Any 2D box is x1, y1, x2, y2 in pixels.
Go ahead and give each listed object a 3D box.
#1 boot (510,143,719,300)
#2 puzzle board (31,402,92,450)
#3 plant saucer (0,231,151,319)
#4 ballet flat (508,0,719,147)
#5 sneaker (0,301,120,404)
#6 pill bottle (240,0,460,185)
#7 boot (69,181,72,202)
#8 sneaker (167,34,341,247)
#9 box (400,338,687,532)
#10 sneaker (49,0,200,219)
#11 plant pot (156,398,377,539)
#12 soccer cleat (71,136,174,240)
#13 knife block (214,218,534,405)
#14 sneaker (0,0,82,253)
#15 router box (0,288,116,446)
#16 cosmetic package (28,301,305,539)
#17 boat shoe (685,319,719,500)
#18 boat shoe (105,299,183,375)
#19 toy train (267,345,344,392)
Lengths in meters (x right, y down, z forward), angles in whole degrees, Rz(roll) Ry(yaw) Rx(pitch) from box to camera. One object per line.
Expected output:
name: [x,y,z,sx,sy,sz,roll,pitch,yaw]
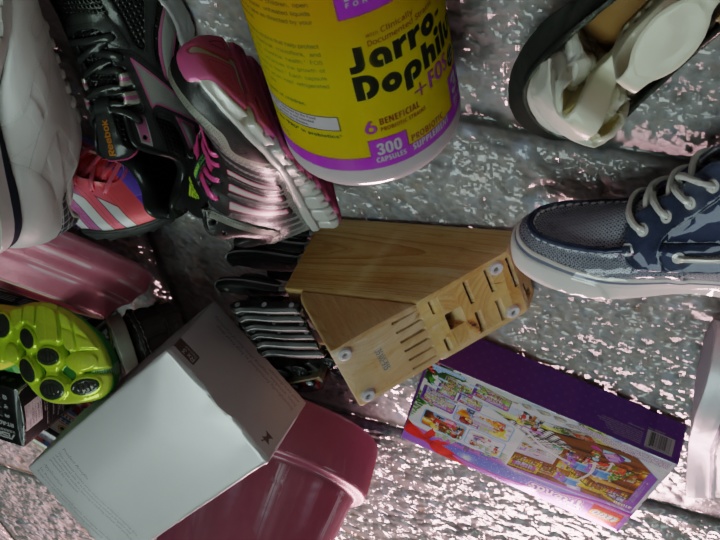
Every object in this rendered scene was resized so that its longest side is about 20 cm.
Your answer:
boot: [0.181,-0.035,0.642,0.198,0.073,0.091,4,134,17]
puzzle board: [-0.251,0.147,1.115,0.199,0.151,0.017,34,112,-11]
plant saucer: [-0.269,-0.008,0.918,0.198,0.051,0.201,19,172,3]
ballet flat: [0.126,-0.109,0.570,0.068,0.069,0.200,31,146,-8]
sneaker: [-0.241,0.058,0.916,0.083,0.075,0.199,1,-174,-41]
pill bottle: [-0.011,-0.146,0.579,0.103,0.105,0.201,10,144,23]
boot: [-0.266,-0.111,0.752,0.072,0.090,0.202,9,126,42]
sneaker: [-0.078,-0.066,0.702,0.087,0.074,0.200,-25,154,8]
box: [0.138,0.127,0.904,0.198,0.039,0.137,23,146,5]
sneaker: [-0.143,-0.114,0.728,0.080,0.087,0.201,-3,136,34]
plant pot: [-0.098,0.215,1.022,0.198,0.181,0.200,14,157,6]
soccer cleat: [-0.216,-0.074,0.854,0.198,0.069,0.074,10,139,28]
knife block: [0.000,0.000,0.823,0.199,0.176,0.064,-29,134,-2]
sneaker: [-0.214,-0.112,0.703,0.076,0.080,0.202,20,115,35]
router box: [-0.344,0.075,1.054,0.198,0.150,0.063,13,120,20]
cosmetic package: [-0.151,0.128,0.885,0.199,0.081,0.113,-36,99,31]
boat shoe: [0.256,0.098,0.769,0.065,0.074,0.201,8,152,18]
boat shoe: [-0.183,0.079,1.026,0.201,0.060,0.072,110,137,-72]
toy train: [-0.049,0.084,0.981,0.046,0.034,0.199,34,148,-30]
